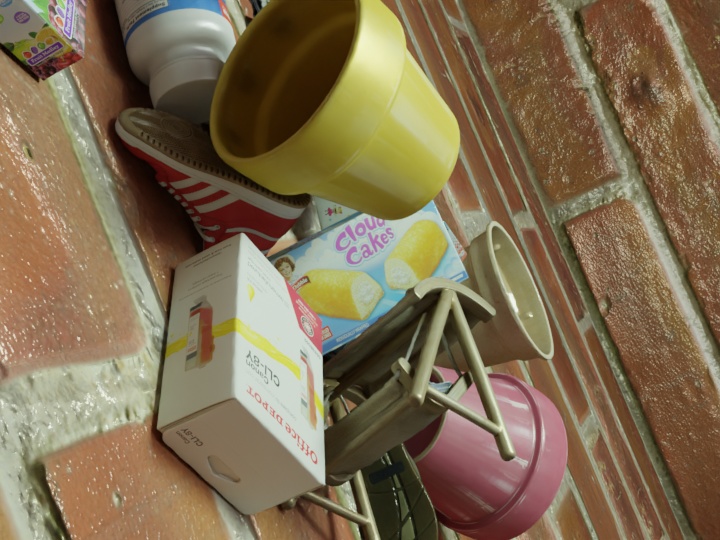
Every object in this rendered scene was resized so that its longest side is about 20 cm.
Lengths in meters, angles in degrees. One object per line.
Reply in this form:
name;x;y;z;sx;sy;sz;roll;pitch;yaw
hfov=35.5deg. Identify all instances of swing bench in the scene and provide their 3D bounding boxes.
swing bench;0.029;0.127;1.103;0.129;0.199;0.201;32;33;-27

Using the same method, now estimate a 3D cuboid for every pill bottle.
pill bottle;-0.188;-0.254;1.142;0.112;0.111;0.202;27;43;-62

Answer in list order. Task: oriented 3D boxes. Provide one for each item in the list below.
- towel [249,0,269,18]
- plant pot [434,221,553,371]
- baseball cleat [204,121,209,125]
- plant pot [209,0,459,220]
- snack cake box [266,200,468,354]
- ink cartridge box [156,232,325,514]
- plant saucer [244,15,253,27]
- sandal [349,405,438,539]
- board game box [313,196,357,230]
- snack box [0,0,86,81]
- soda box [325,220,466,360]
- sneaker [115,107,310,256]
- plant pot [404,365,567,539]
towel;-0.045;-0.237;1.261;0.199;0.034;0.193;36;23;-36
plant pot;0.142;0.062;1.548;0.201;0.182;0.202;53;22;-32
baseball cleat;-0.146;-0.146;1.218;0.106;0.069;0.201;44;18;-35
plant pot;-0.010;-0.146;1.063;0.188;0.200;0.202;31;37;-38
snack cake box;0.000;0.000;1.205;0.116;0.198;0.067;63;-8;-7
ink cartridge box;-0.101;0.092;1.008;0.145;0.083;0.201;51;24;-38
plant saucer;-0.096;-0.193;1.288;0.200;0.035;0.203;168;-90;-86
sandal;0.030;0.244;1.227;0.055;0.081;0.202;77;-8;-64
board game box;-0.040;-0.161;1.390;0.201;0.063;0.149;-103;-178;-57
snack box;-0.298;-0.284;0.969;0.142;0.053;0.202;43;29;-46
soda box;0.034;0.030;1.295;0.063;0.201;0.068;21;-22;45
sneaker;-0.160;-0.073;1.097;0.198;0.113;0.072;26;36;-16
plant pot;0.115;0.202;1.333;0.178;0.199;0.202;29;38;-36
